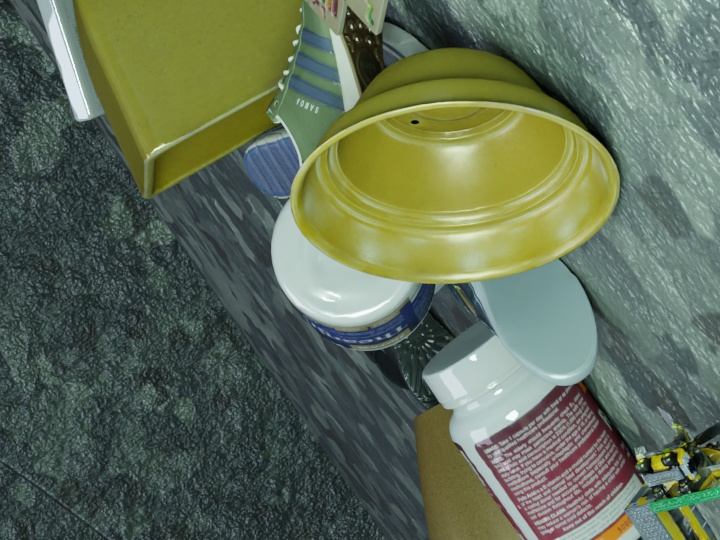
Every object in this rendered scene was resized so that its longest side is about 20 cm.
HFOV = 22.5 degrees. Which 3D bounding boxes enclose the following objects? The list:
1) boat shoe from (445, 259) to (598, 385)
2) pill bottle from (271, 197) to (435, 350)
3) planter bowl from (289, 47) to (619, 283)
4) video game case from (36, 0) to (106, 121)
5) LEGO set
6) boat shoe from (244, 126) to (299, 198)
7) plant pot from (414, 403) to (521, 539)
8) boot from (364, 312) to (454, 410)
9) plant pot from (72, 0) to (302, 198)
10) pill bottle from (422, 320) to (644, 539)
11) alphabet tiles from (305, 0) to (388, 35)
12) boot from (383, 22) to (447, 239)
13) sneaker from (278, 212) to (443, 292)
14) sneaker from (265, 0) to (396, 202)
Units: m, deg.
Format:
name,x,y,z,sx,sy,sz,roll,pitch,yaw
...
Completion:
name,x,y,z,sx,sy,sz,roll,pitch,yaw
boat shoe,0.115,0.018,1.340,0.201,0.070,0.091,56,174,33
pill bottle,0.000,0.000,1.357,0.111,0.111,0.200,51,178,12
planter bowl,0.056,-0.077,1.106,0.201,0.198,0.084,70,-164,-59
video game case,-0.206,-0.246,1.523,0.023,0.182,0.202,-8,105,37
LEGO set,0.263,0.159,1.110,0.200,0.116,0.154,50,141,-4
boat shoe,-0.011,-0.111,1.433,0.199,0.072,0.073,-4,125,47
plant pot,0.129,0.208,1.651,0.202,0.185,0.186,64,171,8
boot,0.053,0.097,1.876,0.166,0.065,0.200,60,169,13
plant pot,-0.130,-0.201,1.403,0.201,0.194,0.194,61,170,2
pill bottle,0.143,0.137,1.462,0.201,0.114,0.114,55,170,-8
alphabet tiles,-0.029,-0.244,1.104,0.167,0.006,0.201,50,151,24
boot,0.034,-0.094,1.253,0.200,0.090,0.073,45,167,39
sneaker,-0.006,-0.029,1.517,0.199,0.077,0.081,17,-151,-49
sneaker,-0.030,-0.128,1.214,0.067,0.089,0.202,7,-112,-59
